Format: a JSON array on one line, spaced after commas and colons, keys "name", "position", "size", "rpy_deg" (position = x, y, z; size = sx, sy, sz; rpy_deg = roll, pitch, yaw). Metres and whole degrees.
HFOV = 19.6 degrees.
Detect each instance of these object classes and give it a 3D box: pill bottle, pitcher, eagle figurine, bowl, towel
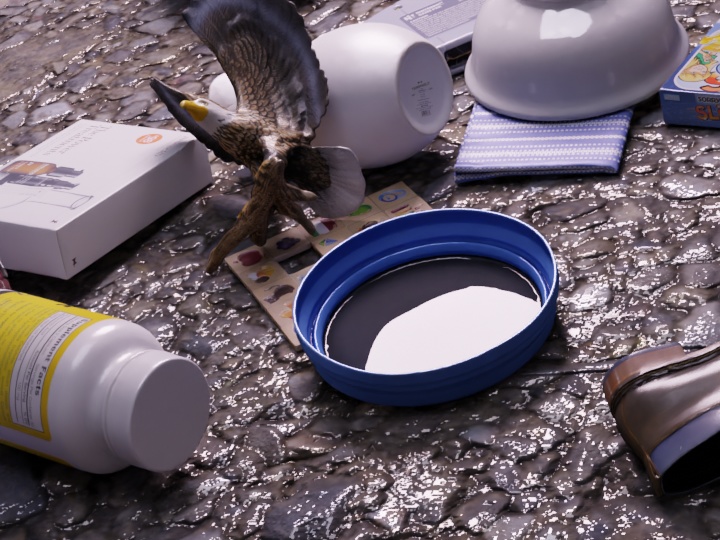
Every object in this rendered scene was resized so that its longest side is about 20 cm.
[{"name": "pill bottle", "position": [-0.207, 0.084, 1.508], "size": [0.199, 0.112, 0.111], "rpy_deg": [13, 41, 38]}, {"name": "pitcher", "position": [-0.006, -0.154, 1.809], "size": [0.199, 0.122, 0.171], "rpy_deg": [-4, 16, 40]}, {"name": "eagle figurine", "position": [-0.094, -0.124, 1.714], "size": [0.150, 0.151, 0.201], "rpy_deg": [-21, 47, 5]}, {"name": "bowl", "position": [0.180, -0.218, 1.796], "size": [0.199, 0.091, 0.202], "rpy_deg": [-10, 33, 6]}, {"name": "bowl", "position": [0.050, 0.027, 1.539], "size": [0.198, 0.040, 0.201], "rpy_deg": [-10, 35, 7]}, {"name": "towel", "position": [0.164, -0.135, 1.781], "size": [0.143, 0.024, 0.201], "rpy_deg": [-2, 35, 18]}]

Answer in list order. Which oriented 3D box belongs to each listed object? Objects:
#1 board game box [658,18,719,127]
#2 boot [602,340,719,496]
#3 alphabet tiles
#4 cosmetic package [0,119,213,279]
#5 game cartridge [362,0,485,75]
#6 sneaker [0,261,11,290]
[{"name": "board game box", "position": [0.363, -0.160, 1.709], "size": [0.198, 0.035, 0.135], "rpy_deg": [7, 38, 34]}, {"name": "boot", "position": [0.262, 0.082, 1.348], "size": [0.198, 0.075, 0.097], "rpy_deg": [-20, 42, 8]}, {"name": "alphabet tiles", "position": [0.000, 0.000, 1.649], "size": [0.166, 0.008, 0.200], "rpy_deg": [-24, 32, -13]}, {"name": "cosmetic package", "position": [-0.247, -0.065, 1.804], "size": [0.150, 0.052, 0.200], "rpy_deg": [11, 33, 33]}, {"name": "game cartridge", "position": [0.108, -0.239, 1.956], "size": [0.198, 0.041, 0.133], "rpy_deg": [-23, 35, -12]}, {"name": "sneaker", "position": [-0.328, -0.003, 1.698], "size": [0.075, 0.116, 0.199], "rpy_deg": [-32, 34, -25]}]
